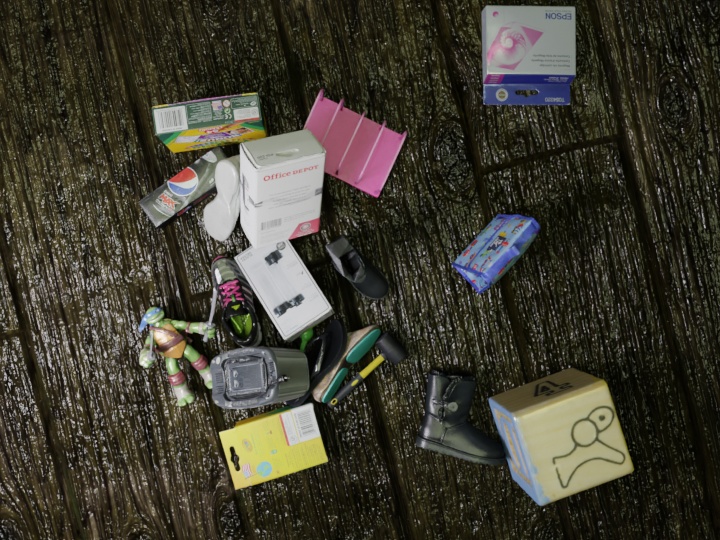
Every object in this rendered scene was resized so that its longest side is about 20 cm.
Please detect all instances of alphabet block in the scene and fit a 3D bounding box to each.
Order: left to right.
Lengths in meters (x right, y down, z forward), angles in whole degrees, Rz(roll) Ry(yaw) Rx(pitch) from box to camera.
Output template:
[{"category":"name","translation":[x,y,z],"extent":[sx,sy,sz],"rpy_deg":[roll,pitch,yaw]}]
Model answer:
[{"category":"alphabet block","translation":[0.398,0.328,1.461],"extent":[0.198,0.196,0.197],"rpy_deg":[-18,93,-4]}]

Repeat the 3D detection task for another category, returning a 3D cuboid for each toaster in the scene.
[{"category":"toaster","translation":[-0.188,0.207,1.418],"extent":[0.198,0.129,0.115],"rpy_deg":[-13,79,31]}]

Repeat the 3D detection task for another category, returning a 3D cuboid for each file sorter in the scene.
[{"category":"file sorter","translation":[-0.020,-0.257,1.456],"extent":[0.199,0.125,0.140],"rpy_deg":[25,89,-4]}]

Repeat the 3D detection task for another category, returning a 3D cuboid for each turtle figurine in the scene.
[{"category":"turtle figurine","translation":[-0.349,0.162,1.414],"extent":[0.199,0.144,0.195],"rpy_deg":[-13,112,33]}]

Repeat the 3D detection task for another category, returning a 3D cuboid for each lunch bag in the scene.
[{"category":"lunch bag","translation":[0.282,-0.033,1.445],"extent":[0.094,0.200,0.151],"rpy_deg":[44,87,-4]}]

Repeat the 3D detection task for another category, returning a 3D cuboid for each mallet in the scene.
[{"category":"mallet","translation":[0.002,0.207,1.510],"extent":[0.199,0.041,0.066],"rpy_deg":[-35,93,1]}]

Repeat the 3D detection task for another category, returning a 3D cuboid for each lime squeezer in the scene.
[{"category":"lime squeezer","translation":[-0.139,0.111,1.503],"extent":[0.070,0.038,0.202],"rpy_deg":[-21,93,28]}]

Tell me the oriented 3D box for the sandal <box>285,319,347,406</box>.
[{"category":"sandal","translation":[-0.094,0.187,1.464],"extent":[0.043,0.076,0.201],"rpy_deg":[35,89,-41]}]

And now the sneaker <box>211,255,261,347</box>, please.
[{"category":"sneaker","translation":[-0.251,0.066,1.460],"extent":[0.073,0.087,0.202],"rpy_deg":[-17,92,-4]}]

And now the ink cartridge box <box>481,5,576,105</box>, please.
[{"category":"ink cartridge box","translation":[0.356,-0.454,1.527],"extent":[0.194,0.043,0.202],"rpy_deg":[-1,89,-5]}]

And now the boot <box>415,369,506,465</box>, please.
[{"category":"boot","translation":[0.223,0.302,1.505],"extent":[0.198,0.076,0.170],"rpy_deg":[14,93,2]}]

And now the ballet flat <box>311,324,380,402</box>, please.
[{"category":"ballet flat","translation":[-0.042,0.178,1.493],"extent":[0.067,0.068,0.200],"rpy_deg":[37,86,27]}]

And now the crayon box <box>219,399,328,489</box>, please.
[{"category":"crayon box","translation":[-0.177,0.356,1.488],"extent":[0.198,0.051,0.128],"rpy_deg":[-15,92,-5]}]

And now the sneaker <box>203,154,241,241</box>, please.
[{"category":"sneaker","translation":[-0.252,-0.145,1.443],"extent":[0.075,0.088,0.201],"rpy_deg":[37,132,12]}]

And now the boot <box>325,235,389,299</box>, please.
[{"category":"boot","translation":[-0.001,-0.001,1.423],"extent":[0.165,0.200,0.066],"rpy_deg":[43,88,-4]}]

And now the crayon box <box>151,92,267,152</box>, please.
[{"category":"crayon box","translation":[-0.287,-0.285,1.411],"extent":[0.198,0.173,0.059],"rpy_deg":[-9,88,-4]}]

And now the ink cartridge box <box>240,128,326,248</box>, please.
[{"category":"ink cartridge box","translation":[-0.151,-0.155,1.380],"extent":[0.144,0.201,0.085],"rpy_deg":[-17,52,-24]}]

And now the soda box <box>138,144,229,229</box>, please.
[{"category":"soda box","translation":[-0.344,-0.167,1.459],"extent":[0.199,0.071,0.064],"rpy_deg":[-37,93,-4]}]

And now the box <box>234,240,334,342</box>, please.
[{"category":"box","translation":[-0.152,0.031,1.459],"extent":[0.116,0.060,0.201],"rpy_deg":[-34,78,-4]}]
